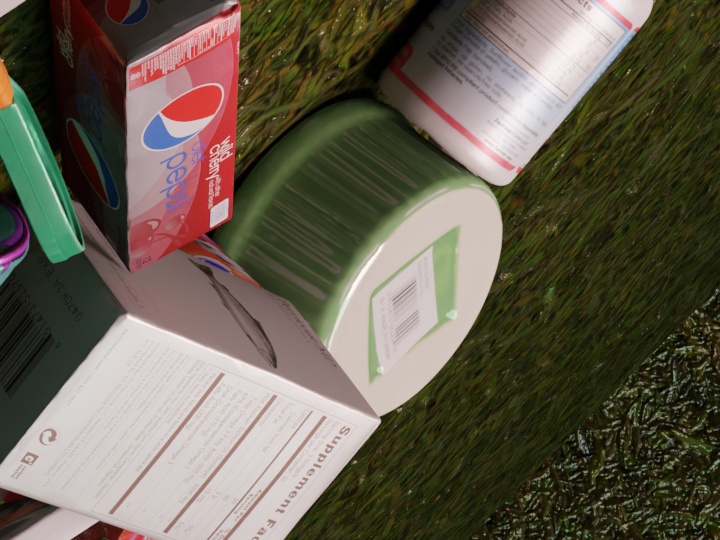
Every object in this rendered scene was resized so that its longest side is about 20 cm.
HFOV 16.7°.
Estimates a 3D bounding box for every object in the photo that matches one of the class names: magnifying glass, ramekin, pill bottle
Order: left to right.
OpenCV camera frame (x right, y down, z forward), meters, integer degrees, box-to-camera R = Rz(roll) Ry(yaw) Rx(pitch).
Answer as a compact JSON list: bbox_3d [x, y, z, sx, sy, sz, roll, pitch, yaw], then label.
[{"bbox_3d":[-0.156,-0.069,1.078,0.022,0.080,0.200,-21,153,-1],"label":"magnifying glass"},{"bbox_3d":[0.000,0.000,1.555,0.200,0.098,0.200,-37,146,-31],"label":"ramekin"},{"bbox_3d":[0.112,-0.160,1.542,0.200,0.109,0.109,-50,166,7],"label":"pill bottle"}]

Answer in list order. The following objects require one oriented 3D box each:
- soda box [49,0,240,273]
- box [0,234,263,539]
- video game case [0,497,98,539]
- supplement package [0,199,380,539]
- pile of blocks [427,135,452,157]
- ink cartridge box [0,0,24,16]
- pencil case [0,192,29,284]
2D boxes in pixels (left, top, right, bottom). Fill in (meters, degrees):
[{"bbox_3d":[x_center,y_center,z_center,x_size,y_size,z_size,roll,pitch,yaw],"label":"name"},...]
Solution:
[{"bbox_3d":[-0.101,-0.082,1.150,0.063,0.070,0.200,-29,159,-18],"label":"soda box"},{"bbox_3d":[-0.133,0.085,1.499,0.100,0.095,0.200,-32,159,-49],"label":"box"},{"bbox_3d":[-0.259,0.175,1.328,0.182,0.023,0.200,-16,-171,39],"label":"video game case"},{"bbox_3d":[-0.111,0.060,1.286,0.200,0.117,0.117,26,107,-46],"label":"supplement package"},{"bbox_3d":[0.101,-0.152,1.652,0.200,0.062,0.082,-51,156,-19],"label":"pile of blocks"},{"bbox_3d":[-0.175,-0.121,0.853,0.200,0.068,0.115,-39,164,-30],"label":"ink cartridge box"},{"bbox_3d":[-0.232,0.041,1.093,0.200,0.085,0.092,-54,-178,21],"label":"pencil case"}]
